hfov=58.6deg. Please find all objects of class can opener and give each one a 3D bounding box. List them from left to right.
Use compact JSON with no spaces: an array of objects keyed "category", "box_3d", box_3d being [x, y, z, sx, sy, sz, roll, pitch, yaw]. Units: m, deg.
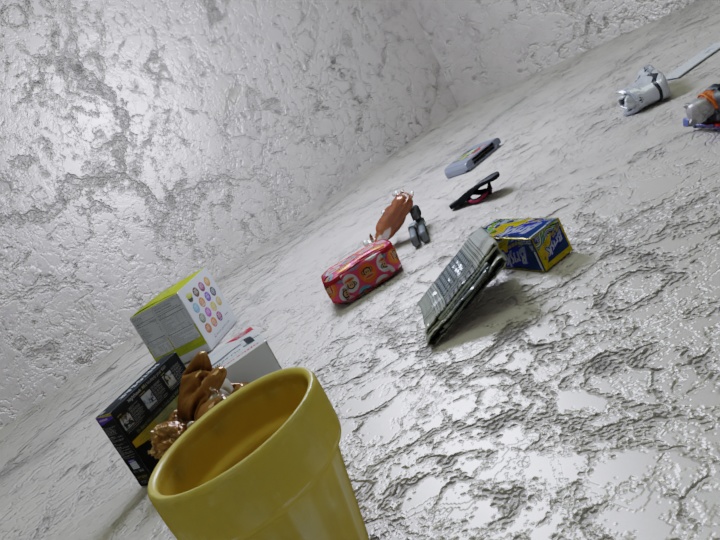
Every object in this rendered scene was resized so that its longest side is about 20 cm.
[{"category":"can opener","box_3d":[0.146,-0.116,1.696,0.051,0.068,0.201,-26,19,10]}]

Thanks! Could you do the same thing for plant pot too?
[{"category":"plant pot","box_3d":[-0.086,0.238,0.667,0.197,0.192,0.201,-29,14,8]}]

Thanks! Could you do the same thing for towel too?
[{"category":"towel","box_3d":[0.164,0.018,1.097,0.194,0.034,0.201,-50,10,12]}]

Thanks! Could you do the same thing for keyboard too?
[{"category":"keyboard","box_3d":[0.902,-0.565,1.725,0.197,0.011,0.056,-35,14,-12]}]

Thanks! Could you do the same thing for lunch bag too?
[{"category":"lunch bag","box_3d":[0.000,0.000,1.573,0.196,0.084,0.176,-30,9,-2]}]

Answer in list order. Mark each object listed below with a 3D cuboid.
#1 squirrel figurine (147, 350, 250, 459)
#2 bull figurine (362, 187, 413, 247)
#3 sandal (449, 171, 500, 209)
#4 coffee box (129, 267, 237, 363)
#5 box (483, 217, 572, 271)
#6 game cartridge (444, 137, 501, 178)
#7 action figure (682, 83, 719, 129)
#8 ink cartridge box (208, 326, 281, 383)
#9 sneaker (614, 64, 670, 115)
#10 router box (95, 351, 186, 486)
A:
[{"category":"squirrel figurine","box_3d":[-0.283,0.276,1.160,0.200,0.142,0.187,-45,25,-1]},{"category":"bull figurine","box_3d":[0.081,-0.139,1.758,0.201,0.064,0.123,-49,17,31]},{"category":"sandal","box_3d":[0.309,-0.202,1.697,0.074,0.046,0.199,-33,-3,-33]},{"category":"coffee box","box_3d":[-0.531,0.147,1.944,0.196,0.202,0.200,-25,14,21]},{"category":"box","box_3d":[0.282,-0.049,1.143,0.069,0.065,0.199,-34,13,-14]},{"category":"game cartridge","box_3d":[0.376,-0.382,2.185,0.199,0.042,0.132,-40,12,-30]},{"category":"action figure","box_3d":[0.669,-0.317,1.171,0.188,0.108,0.200,-22,15,-6]},{"category":"ink cartridge box","box_3d":[-0.258,0.208,1.377,0.142,0.085,0.199,-33,14,-14]},{"category":"sneaker","box_3d":[0.707,-0.461,1.641,0.112,0.077,0.201,-23,19,18]},{"category":"router box","box_3d":[-0.390,0.283,1.245,0.051,0.160,0.200,-20,16,32]}]
